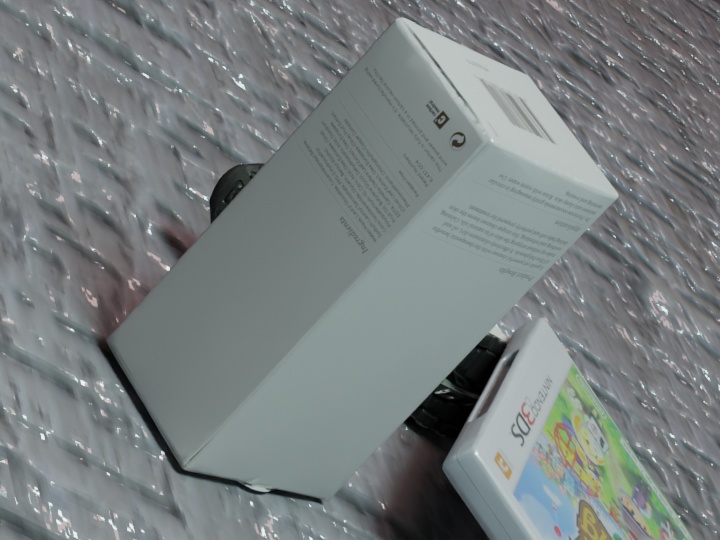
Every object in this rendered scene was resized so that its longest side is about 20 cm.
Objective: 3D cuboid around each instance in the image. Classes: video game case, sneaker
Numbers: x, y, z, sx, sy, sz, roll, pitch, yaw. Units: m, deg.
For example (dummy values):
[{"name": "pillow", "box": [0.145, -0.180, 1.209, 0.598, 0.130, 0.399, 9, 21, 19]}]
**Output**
[{"name": "video game case", "box": [0.118, 0.135, 1.363, 0.200, 0.022, 0.182, 56, 22, -8]}, {"name": "sneaker", "box": [-0.003, 0.012, 1.434, 0.200, 0.074, 0.079, 39, 9, -29]}]

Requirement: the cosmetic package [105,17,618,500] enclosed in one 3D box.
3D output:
[{"name": "cosmetic package", "box": [0.000, 0.000, 1.245, 0.108, 0.200, 0.085, 20, 30, -53]}]
